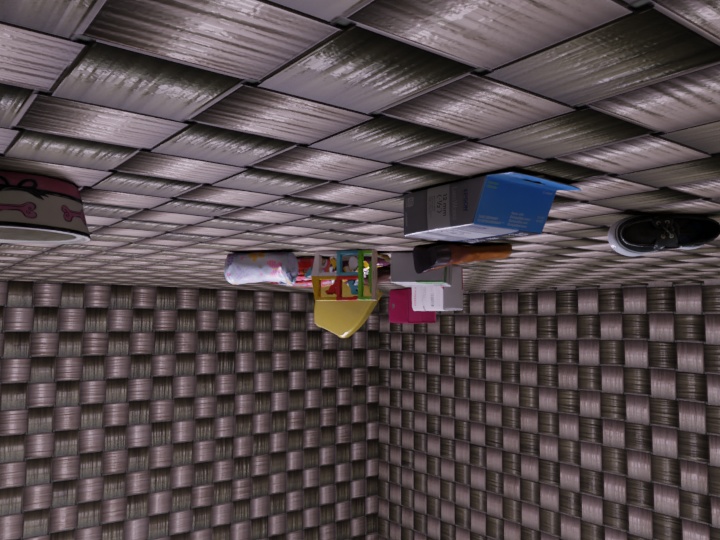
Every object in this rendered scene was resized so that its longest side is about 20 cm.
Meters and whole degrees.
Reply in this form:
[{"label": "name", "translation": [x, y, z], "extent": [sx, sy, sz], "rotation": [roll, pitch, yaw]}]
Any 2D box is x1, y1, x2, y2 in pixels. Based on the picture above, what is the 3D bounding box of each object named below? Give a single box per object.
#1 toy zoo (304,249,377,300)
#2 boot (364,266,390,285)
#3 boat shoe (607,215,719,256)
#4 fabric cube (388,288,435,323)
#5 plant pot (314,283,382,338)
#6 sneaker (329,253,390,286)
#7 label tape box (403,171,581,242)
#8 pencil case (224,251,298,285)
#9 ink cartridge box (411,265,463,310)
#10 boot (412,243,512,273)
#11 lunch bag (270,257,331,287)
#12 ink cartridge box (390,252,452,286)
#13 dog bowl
[{"label": "toy zoo", "translation": [-0.052, 0.014, 1.673], "extent": [0.199, 0.132, 0.020], "rotation": [-2, 175, 20]}, {"label": "boot", "translation": [0.119, 0.013, 2.060], "extent": [0.199, 0.065, 0.186], "rotation": [2, -170, 30]}, {"label": "boat shoe", "translation": [0.511, -0.066, 1.072], "extent": [0.199, 0.069, 0.057], "rotation": [-4, 169, -17]}, {"label": "fabric cube", "translation": [0.298, 0.207, 3.674], "extent": [0.199, 0.197, 0.199], "rotation": [3, 175, -27]}, {"label": "plant pot", "translation": [-0.057, 0.120, 2.190], "extent": [0.194, 0.201, 0.196], "rotation": [25, 178, 8]}, {"label": "sneaker", "translation": [0.000, 0.000, 1.748], "extent": [0.199, 0.091, 0.075], "rotation": [-3, 174, 40]}, {"label": "label tape box", "translation": [0.175, -0.081, 0.875], "extent": [0.143, 0.067, 0.200], "rotation": [4, 176, -37]}, {"label": "pencil case", "translation": [-0.267, -0.005, 1.725], "extent": [0.199, 0.091, 0.083], "rotation": [1, -144, 17]}, {"label": "ink cartridge box", "translation": [0.256, 0.062, 2.148], "extent": [0.082, 0.147, 0.200], "rotation": [1, 176, -25]}, {"label": "boot", "translation": [0.240, -0.041, 1.552], "extent": [0.199, 0.069, 0.188], "rotation": [-6, 170, -18]}, {"label": "lunch bag", "translation": [-0.174, 0.001, 1.901], "extent": [0.199, 0.082, 0.176], "rotation": [-3, 171, 19]}, {"label": "ink cartridge box", "translation": [0.172, -0.001, 1.760], "extent": [0.145, 0.085, 0.200], "rotation": [0, 175, 15]}, {"label": "dog bowl", "translation": [-0.473, -0.082, 0.868], "extent": [0.199, 0.074, 0.200], "rotation": [0, 176, 0]}]
